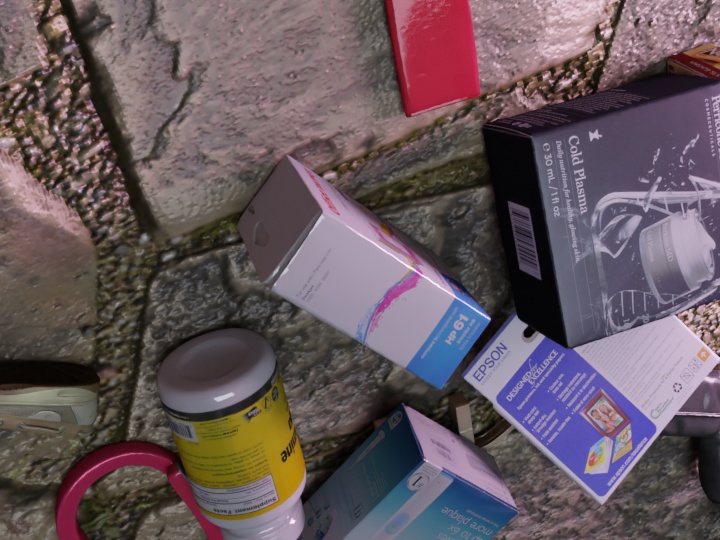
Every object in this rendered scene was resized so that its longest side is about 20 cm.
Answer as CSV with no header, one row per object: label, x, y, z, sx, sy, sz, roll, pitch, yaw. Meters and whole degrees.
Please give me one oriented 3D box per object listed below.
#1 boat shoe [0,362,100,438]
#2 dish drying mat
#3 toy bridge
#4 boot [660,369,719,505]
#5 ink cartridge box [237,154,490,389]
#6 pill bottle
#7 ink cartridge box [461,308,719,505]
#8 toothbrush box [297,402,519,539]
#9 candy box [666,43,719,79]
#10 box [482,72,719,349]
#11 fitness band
boat shoe,-0.331,0.118,0.961,0.197,0.073,0.064,2,109,-27
dish drying mat,0.057,-0.240,0.958,0.076,0.018,0.203,-17,119,-10
toy bridge,0.107,0.164,1.153,0.197,0.027,0.068,-16,118,-10
boot,0.347,0.175,1.215,0.197,0.072,0.185,2,100,-27
ink cartridge box,0.000,0.000,0.974,0.198,0.145,0.085,31,102,-28
pill bottle,-0.114,0.167,1.031,0.111,0.113,0.203,-18,119,-10
ink cartridge box,0.234,0.098,1.124,0.200,0.047,0.198,42,87,-2
toothbrush box,0.037,0.256,1.120,0.146,0.086,0.200,33,111,-32
candy box,0.357,-0.105,1.063,0.054,0.116,0.203,-18,118,-9
box,0.238,-0.060,1.022,0.193,0.124,0.203,-17,106,-12
fitness band,-0.215,0.258,1.085,0.142,0.038,0.202,-28,118,-1
